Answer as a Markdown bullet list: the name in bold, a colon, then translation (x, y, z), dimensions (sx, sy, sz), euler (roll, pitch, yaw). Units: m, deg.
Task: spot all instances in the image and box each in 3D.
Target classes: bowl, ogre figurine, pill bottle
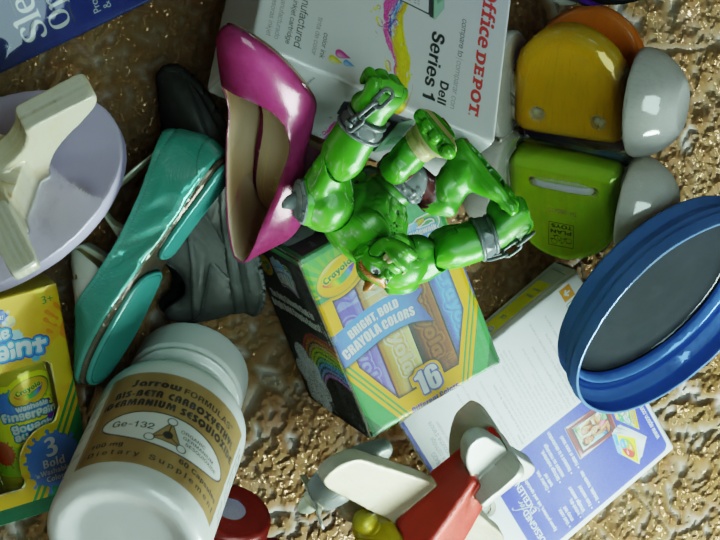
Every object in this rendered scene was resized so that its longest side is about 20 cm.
- **bowl**: translation (0.237, 0.026, 1.496), dimensions (0.199, 0.039, 0.202), euler (-27, 144, -21)
- **ogre figurine**: translation (0.030, -0.049, 1.337), dimensions (0.120, 0.098, 0.200), euler (-40, 154, 13)
- **pill bottle**: translation (-0.143, 0.130, 1.375), dimensions (0.113, 0.201, 0.115), euler (5, 125, 8)

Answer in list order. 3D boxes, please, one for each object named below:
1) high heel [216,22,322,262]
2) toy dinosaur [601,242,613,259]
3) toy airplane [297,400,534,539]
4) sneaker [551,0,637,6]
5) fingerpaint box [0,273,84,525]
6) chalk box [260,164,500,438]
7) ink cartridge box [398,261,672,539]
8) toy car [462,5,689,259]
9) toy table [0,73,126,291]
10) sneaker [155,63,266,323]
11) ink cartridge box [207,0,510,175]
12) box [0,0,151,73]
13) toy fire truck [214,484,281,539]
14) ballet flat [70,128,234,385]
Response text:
- **high heel**: translation (-0.074, -0.082, 1.301), dimensions (0.096, 0.067, 0.200), euler (-52, 148, -15)
- **toy dinosaur**: translation (0.246, 0.016, 1.621), dimensions (0.100, 0.058, 0.202), euler (10, 80, -20)
- **toy airplane**: translation (0.037, 0.184, 1.476), dimensions (0.198, 0.141, 0.202), euler (-27, 131, -35)
- **sneaker**: translation (0.153, -0.257, 1.399), dimensions (0.200, 0.099, 0.070), euler (35, 79, -47)
- **fingerpaint box**: translation (-0.304, 0.105, 1.369), dimensions (0.198, 0.073, 0.169), euler (-14, 107, -22)
- **chalk box**: translation (0.000, 0.000, 1.462), dimensions (0.123, 0.125, 0.202), euler (-27, 112, -17)
- **ink cartridge box**: translation (0.143, 0.132, 1.604), dimensions (0.199, 0.047, 0.199), euler (-37, 115, -12)
- **toy car**: translation (0.176, -0.113, 1.516), dimensions (0.150, 0.173, 0.202), euler (-49, 145, -54)
- **toy table**: translation (-0.259, -0.062, 1.298), dimensions (0.200, 0.117, 0.184), euler (-40, 78, -7)
- **sneaker**: translation (-0.130, -0.052, 1.423), dimensions (0.090, 0.076, 0.202), euler (-15, 103, -11)
- **ink cartridge box**: translation (0.004, -0.170, 1.389), dimensions (0.199, 0.084, 0.146), euler (21, 61, -22)
- **box**: translation (-0.249, -0.210, 1.353), dimensions (0.199, 0.032, 0.122), euler (-28, 112, -16)
- **toy fire truck**: translation (-0.129, 0.254, 1.415), dimensions (0.198, 0.168, 0.113), euler (2, 126, -25)
- **ballet flat**: translation (-0.166, -0.016, 1.375), dimensions (0.070, 0.067, 0.201), euler (34, 99, 12)
